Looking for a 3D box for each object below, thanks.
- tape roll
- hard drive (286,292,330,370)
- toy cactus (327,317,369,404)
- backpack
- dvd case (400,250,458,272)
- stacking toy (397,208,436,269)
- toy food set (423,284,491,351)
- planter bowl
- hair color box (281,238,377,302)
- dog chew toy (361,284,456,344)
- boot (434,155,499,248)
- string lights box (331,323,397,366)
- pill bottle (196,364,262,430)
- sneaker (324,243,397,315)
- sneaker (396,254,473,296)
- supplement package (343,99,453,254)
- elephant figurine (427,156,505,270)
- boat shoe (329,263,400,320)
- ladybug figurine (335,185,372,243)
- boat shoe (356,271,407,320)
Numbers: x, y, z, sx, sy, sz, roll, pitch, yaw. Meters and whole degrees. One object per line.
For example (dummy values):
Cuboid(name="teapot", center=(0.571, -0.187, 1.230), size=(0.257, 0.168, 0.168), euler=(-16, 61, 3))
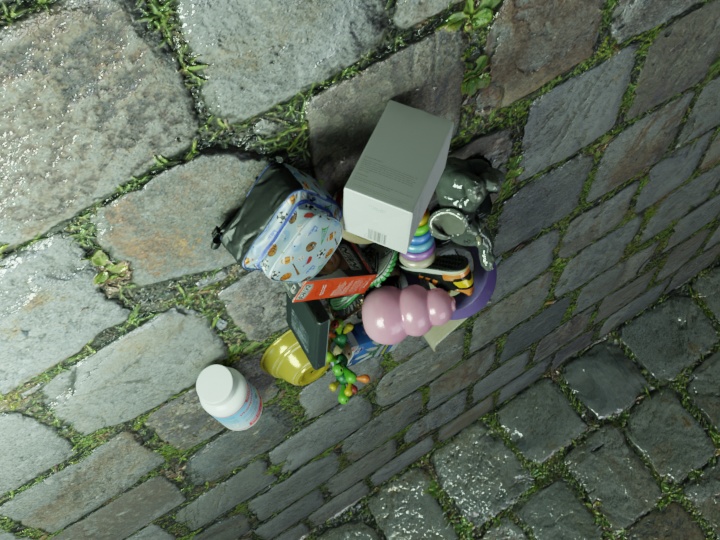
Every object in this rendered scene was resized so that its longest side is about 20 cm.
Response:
Cuboid(name="tape roll", center=(0.203, 0.005, 1.726), size=(0.199, 0.201, 0.085), euler=(-39, 155, 9))
Cuboid(name="hard drive", center=(-0.110, 0.100, 1.567), size=(0.032, 0.141, 0.201), euler=(-24, 153, -19))
Cuboid(name="toy cactus", center=(-0.036, 0.196, 1.763), size=(0.100, 0.204, 0.165), euler=(-14, -169, 6))
Cuboid(name="backpack", center=(-0.114, -0.074, 1.271), size=(0.200, 0.154, 0.190), euler=(-47, 163, 17))
Cuboid(name="dvd case", center=(0.151, 0.004, 1.874), size=(0.199, 0.018, 0.143), euler=(-38, 155, 4))
Cuboid(name="stacking toy", center=(0.110, -0.100, 1.563), size=(0.084, 0.086, 0.202), euler=(-27, 138, -16))
Cuboid(name="toy food set", center=(0.220, 0.089, 1.956), size=(0.200, 0.144, 0.060), euler=(-42, 153, 13))
Cuboid(name="planter bowl", center=(-0.130, 0.209, 1.796), size=(0.198, 0.084, 0.202), euler=(-28, 153, -15))
Cuboid(name="hair color box", center=(-0.069, -0.004, 1.488), size=(0.198, 0.102, 0.062), euler=(-7, 144, -47))
Cuboid(name="dog chew toy", center=(0.104, 0.086, 1.625), size=(0.196, 0.127, 0.125), euler=(-11, 157, 12))
Cuboid(name="boot", center=(0.207, -0.146, 1.627), size=(0.196, 0.074, 0.163), euler=(-30, 151, -8))
Cuboid(name="string lights box", center=(0.017, 0.180, 1.957), size=(0.197, 0.059, 0.103), euler=(-15, 149, -36))
Cuboid(name="pill bottle", center=(-0.289, 0.277, 1.682), size=(0.108, 0.110, 0.201), euler=(-32, 155, -6))
Cuboid(name="sneaker", center=(0.000, 0.000, 1.611), size=(0.200, 0.078, 0.085), euler=(-47, 127, -3))
Cuboid(name="sneaker", center=(0.160, 0.012, 1.658), size=(0.070, 0.198, 0.091), euler=(-41, 122, -31))
Cuboid(name="supplement package", center=(0.063, -0.156, 1.267), size=(0.121, 0.119, 0.202), euler=(92, 21, -60))
Cuboid(name="elephant figurine", center=(0.197, -0.111, 1.510), size=(0.139, 0.155, 0.203), euler=(-11, 130, -32))
Cuboid(name="boat shoe", center=(0.008, 0.050, 1.709), size=(0.070, 0.071, 0.200), euler=(18, 123, -46))
Cuboid(name="ladybug figurine", center=(0.014, -0.116, 1.434), size=(0.135, 0.072, 0.199), euler=(-42, 155, 14))
Cuboid(name="boat shoe", center=(0.045, 0.065, 1.773), size=(0.067, 0.075, 0.199), euler=(-10, 165, -28))
